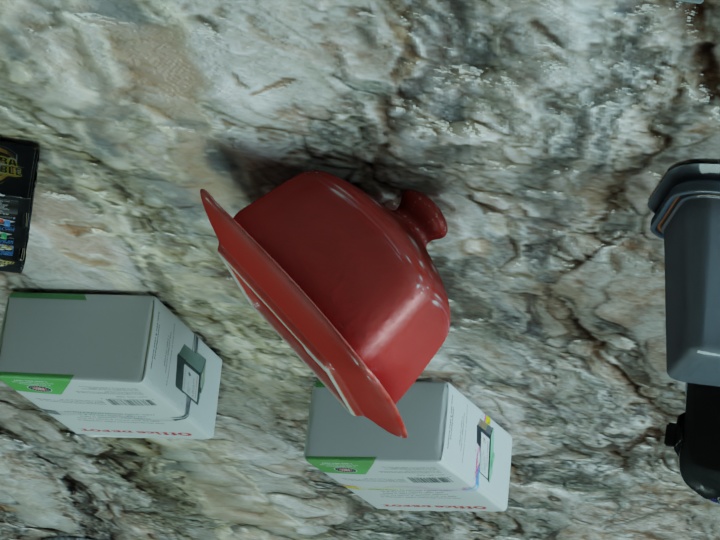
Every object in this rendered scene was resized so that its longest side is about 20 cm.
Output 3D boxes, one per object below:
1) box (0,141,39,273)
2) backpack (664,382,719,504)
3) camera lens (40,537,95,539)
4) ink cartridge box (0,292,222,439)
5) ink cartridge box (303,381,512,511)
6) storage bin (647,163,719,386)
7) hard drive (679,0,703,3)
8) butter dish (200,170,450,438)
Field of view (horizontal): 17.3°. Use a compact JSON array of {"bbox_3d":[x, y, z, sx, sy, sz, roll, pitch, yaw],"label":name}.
[{"bbox_3d":[-0.350,-0.057,1.807,0.200,0.050,0.199,8,163,-7],"label":"box"},{"bbox_3d":[0.362,0.110,1.878,0.200,0.178,0.151,17,165,-42],"label":"backpack"},{"bbox_3d":[-0.386,0.480,3.245,0.160,0.200,0.160,6,162,2],"label":"camera lens"},{"bbox_3d":[-0.227,0.090,2.163,0.146,0.084,0.200,1,162,15],"label":"ink cartridge box"},{"bbox_3d":[0.051,0.176,2.336,0.145,0.084,0.200,-1,161,23],"label":"ink cartridge box"},{"bbox_3d":[0.306,0.012,1.659,0.200,0.134,0.146,7,162,-4],"label":"storage bin"},{"bbox_3d":[0.103,-0.195,1.247,0.200,0.033,0.140,8,162,-6],"label":"hard drive"},{"bbox_3d":[0.000,0.000,1.735,0.199,0.148,0.200,47,174,20],"label":"butter dish"}]
